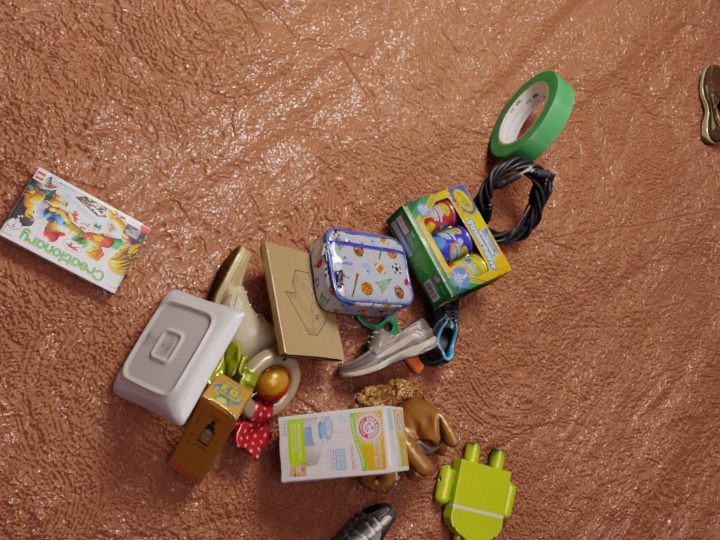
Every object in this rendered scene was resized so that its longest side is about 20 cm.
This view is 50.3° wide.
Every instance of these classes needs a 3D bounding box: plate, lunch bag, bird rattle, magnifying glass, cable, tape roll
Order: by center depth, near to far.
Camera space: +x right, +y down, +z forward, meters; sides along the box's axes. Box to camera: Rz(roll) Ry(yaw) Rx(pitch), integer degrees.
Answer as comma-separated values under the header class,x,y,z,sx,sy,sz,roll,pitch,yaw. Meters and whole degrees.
class,x,y,z,sx,sy,sz,roll,pitch,yaw
plate,-0.300,0.126,1.219,0.032,0.199,0.200,44,66,-44
bird rattle,-0.166,0.209,1.291,0.163,0.112,0.201,-32,122,-26
lunch bag,0.000,0.000,1.408,0.199,0.075,0.161,9,64,-37
magnifying glass,0.056,0.116,1.481,0.080,0.022,0.200,-41,100,-23
cable,0.299,-0.130,1.545,0.162,0.051,0.201,8,125,-29
tape roll,0.347,-0.307,1.562,0.048,0.200,0.201,30,73,-20

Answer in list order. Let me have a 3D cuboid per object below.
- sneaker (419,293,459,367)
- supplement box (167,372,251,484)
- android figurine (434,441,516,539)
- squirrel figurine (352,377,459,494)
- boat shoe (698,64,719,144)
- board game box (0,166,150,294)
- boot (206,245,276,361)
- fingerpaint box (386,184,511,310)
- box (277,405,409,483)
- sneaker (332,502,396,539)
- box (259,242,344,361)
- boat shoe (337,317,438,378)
class,x,y,z,sx,sy,sz,roll,pitch,yaw
sneaker,0.170,0.089,1.502,0.073,0.082,0.201,11,78,-21
supplement box,-0.241,0.254,1.223,0.066,0.200,0.069,33,39,0
android figurine,0.229,0.446,1.512,0.181,0.041,0.201,18,77,-23
squirrel figurine,0.054,0.305,1.414,0.186,0.142,0.201,-31,83,-14
boat shoe,0.893,-0.417,1.898,0.074,0.075,0.204,3,83,-25
board game box,-0.463,-0.062,1.249,0.199,0.035,0.127,30,73,-19
boot,-0.189,0.073,1.337,0.155,0.073,0.201,22,82,-20
fingerpaint box,0.172,-0.049,1.485,0.166,0.073,0.201,-20,77,-33
box,-0.028,0.296,1.306,0.199,0.101,0.113,-9,75,19
sneaker,0.004,0.522,1.389,0.200,0.075,0.116,-37,105,-13
box,-0.100,0.058,1.343,0.163,0.021,0.201,14,58,-53
boat shoe,0.044,0.145,1.437,0.199,0.075,0.074,-19,81,-12
